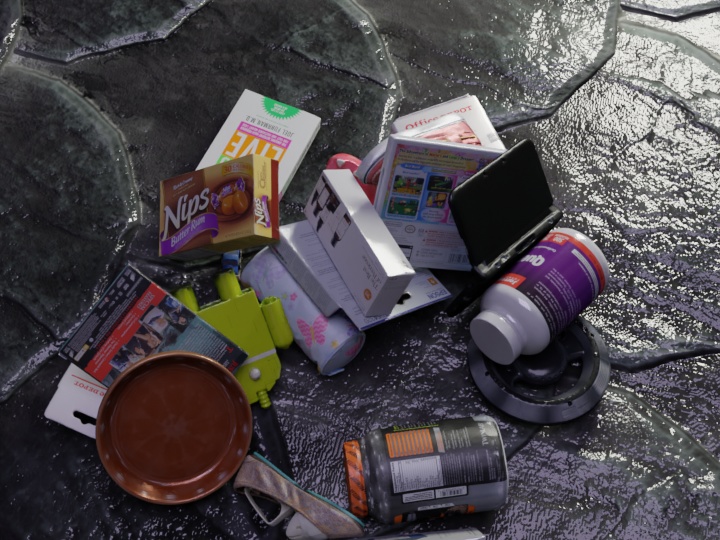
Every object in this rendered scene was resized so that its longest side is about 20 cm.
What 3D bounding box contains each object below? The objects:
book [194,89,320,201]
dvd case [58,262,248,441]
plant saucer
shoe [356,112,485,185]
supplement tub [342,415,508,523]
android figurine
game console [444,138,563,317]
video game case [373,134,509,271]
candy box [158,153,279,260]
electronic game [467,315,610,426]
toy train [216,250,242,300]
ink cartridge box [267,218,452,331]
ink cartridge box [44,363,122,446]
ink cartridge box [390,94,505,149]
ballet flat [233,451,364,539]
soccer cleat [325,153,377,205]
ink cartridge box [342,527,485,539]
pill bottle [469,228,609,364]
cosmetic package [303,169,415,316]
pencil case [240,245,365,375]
[{"bbox_3d":[-0.161,-0.178,1.600,0.133,0.048,0.200,21,61,7],"label":"book"},{"bbox_3d":[-0.267,0.107,1.343,0.200,0.022,0.146,38,86,-14],"label":"dvd case"},{"bbox_3d":[-0.240,0.202,1.334,0.199,0.032,0.201,-2,99,-15],"label":"plant saucer"},{"bbox_3d":[0.095,-0.153,1.469,0.200,0.072,0.091,-28,65,-28],"label":"shoe"},{"bbox_3d":[0.081,0.257,1.325,0.199,0.123,0.123,-6,62,-4],"label":"supplement tub"},{"bbox_3d":[-0.181,0.104,1.396,0.181,0.041,0.201,-20,100,-11],"label":"android figurine"},{"bbox_3d":[0.179,-0.058,1.433,0.116,0.176,0.200,47,52,9],"label":"game console"},{"bbox_3d":[0.114,-0.090,1.447,0.199,0.183,0.024,5,21,-22],"label":"video game case"},{"bbox_3d":[-0.202,-0.086,1.462,0.199,0.056,0.117,-9,77,38],"label":"candy box"},{"bbox_3d":[0.249,0.126,1.443,0.199,0.042,0.201,0,53,0],"label":"electronic game"},{"bbox_3d":[-0.190,0.044,1.476,0.034,0.046,0.201,0,62,-1],"label":"toy train"},{"bbox_3d":[0.000,0.000,1.460,0.196,0.043,0.200,-17,59,-43],"label":"ink cartridge box"},{"bbox_3d":[-0.329,0.143,1.409,0.116,0.068,0.200,21,62,10],"label":"ink cartridge box"},{"bbox_3d":[0.148,-0.150,1.566,0.146,0.083,0.200,-20,65,-11],"label":"ink cartridge box"},{"bbox_3d":[-0.084,0.306,1.318,0.200,0.068,0.067,24,68,34],"label":"ballet flat"},{"bbox_3d":[0.036,-0.106,1.521,0.200,0.076,0.067,35,110,1],"label":"soccer cleat"},{"bbox_3d":[0.056,0.398,1.249,0.199,0.088,0.146,-4,84,-2],"label":"ink cartridge box"},{"bbox_3d":[0.242,0.037,1.413,0.112,0.113,0.200,41,62,19],"label":"pill bottle"},{"bbox_3d":[-0.006,-0.040,1.403,0.050,0.083,0.200,-7,51,-34],"label":"cosmetic package"},{"bbox_3d":[-0.083,0.054,1.451,0.200,0.083,0.091,45,114,20],"label":"pencil case"}]
